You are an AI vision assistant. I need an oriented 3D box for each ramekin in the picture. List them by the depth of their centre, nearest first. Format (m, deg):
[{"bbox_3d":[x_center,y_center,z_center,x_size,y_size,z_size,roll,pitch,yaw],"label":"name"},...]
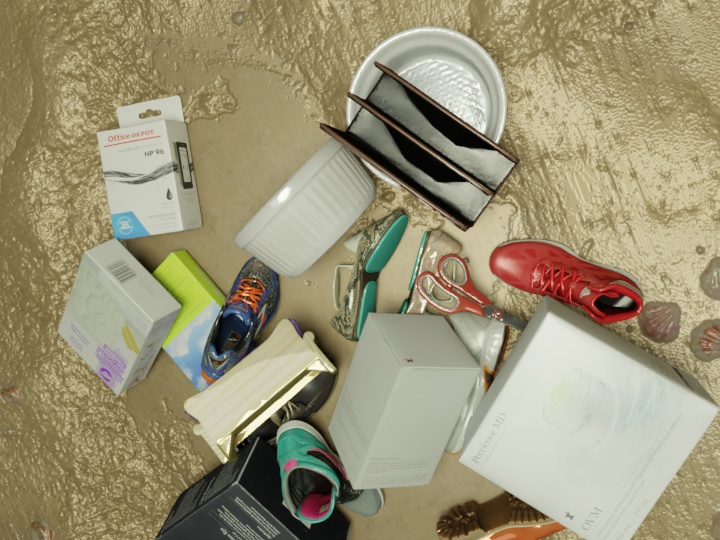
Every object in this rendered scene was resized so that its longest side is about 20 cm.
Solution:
[{"bbox_3d":[0.090,-0.203,0.900,0.200,0.098,0.201,2,98,13],"label":"ramekin"},{"bbox_3d":[-0.066,-0.077,0.909,0.094,0.202,0.202,44,105,-7],"label":"ramekin"}]

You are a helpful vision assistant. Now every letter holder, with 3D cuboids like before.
[{"bbox_3d":[0.069,-0.142,0.789,0.200,0.142,0.101,37,104,7],"label":"letter holder"}]

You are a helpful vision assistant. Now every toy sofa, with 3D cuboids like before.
[{"bbox_3d":[-0.133,0.160,0.942,0.200,0.083,0.098,-41,80,-7],"label":"toy sofa"}]

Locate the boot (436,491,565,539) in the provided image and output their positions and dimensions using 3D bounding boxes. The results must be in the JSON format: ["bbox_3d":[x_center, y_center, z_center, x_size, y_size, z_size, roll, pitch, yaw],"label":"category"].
[{"bbox_3d":[0.217,0.366,0.962,0.200,0.075,0.107,-21,106,14],"label":"boot"}]

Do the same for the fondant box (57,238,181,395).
[{"bbox_3d":[-0.360,0.072,1.026,0.144,0.058,0.200,44,130,9],"label":"fondant box"}]

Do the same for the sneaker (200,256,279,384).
[{"bbox_3d":[-0.162,0.062,0.970,0.075,0.078,0.200,16,61,-1],"label":"sneaker"}]

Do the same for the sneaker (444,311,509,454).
[{"bbox_3d":[0.136,0.149,0.954,0.092,0.076,0.200,18,93,19],"label":"sneaker"}]

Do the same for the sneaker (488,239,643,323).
[{"bbox_3d":[0.260,0.010,0.875,0.200,0.116,0.079,12,99,11],"label":"sneaker"}]

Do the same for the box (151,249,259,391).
[{"bbox_3d":[-0.247,0.082,1.045,0.122,0.048,0.200,-43,86,16],"label":"box"}]

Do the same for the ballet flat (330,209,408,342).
[{"bbox_3d":[0.000,0.000,0.970,0.075,0.068,0.200,25,105,26],"label":"ballet flat"}]

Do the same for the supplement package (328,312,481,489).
[{"bbox_3d":[0.051,0.169,0.903,0.117,0.117,0.200,5,120,-25],"label":"supplement package"}]

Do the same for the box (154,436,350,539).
[{"bbox_3d":[-0.152,0.375,0.996,0.182,0.104,0.200,-38,102,22],"label":"box"}]

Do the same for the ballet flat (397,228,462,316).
[{"bbox_3d":[0.089,0.045,0.950,0.067,0.068,0.200,19,103,2],"label":"ballet flat"}]

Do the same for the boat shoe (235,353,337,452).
[{"bbox_3d":[-0.108,0.204,1.013,0.074,0.073,0.200,42,105,6],"label":"boat shoe"}]

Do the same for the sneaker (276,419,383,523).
[{"bbox_3d":[-0.039,0.305,0.958,0.084,0.121,0.200,-42,109,16],"label":"sneaker"}]

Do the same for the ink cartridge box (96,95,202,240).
[{"bbox_3d":[-0.312,-0.152,1.022,0.116,0.068,0.200,-7,95,14],"label":"ink cartridge box"}]

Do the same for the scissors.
[{"bbox_3d":[0.164,0.057,0.907,0.200,0.014,0.073,40,88,4],"label":"scissors"}]

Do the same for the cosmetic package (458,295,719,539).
[{"bbox_3d":[0.248,0.168,0.788,0.200,0.123,0.200,30,103,10],"label":"cosmetic package"}]
